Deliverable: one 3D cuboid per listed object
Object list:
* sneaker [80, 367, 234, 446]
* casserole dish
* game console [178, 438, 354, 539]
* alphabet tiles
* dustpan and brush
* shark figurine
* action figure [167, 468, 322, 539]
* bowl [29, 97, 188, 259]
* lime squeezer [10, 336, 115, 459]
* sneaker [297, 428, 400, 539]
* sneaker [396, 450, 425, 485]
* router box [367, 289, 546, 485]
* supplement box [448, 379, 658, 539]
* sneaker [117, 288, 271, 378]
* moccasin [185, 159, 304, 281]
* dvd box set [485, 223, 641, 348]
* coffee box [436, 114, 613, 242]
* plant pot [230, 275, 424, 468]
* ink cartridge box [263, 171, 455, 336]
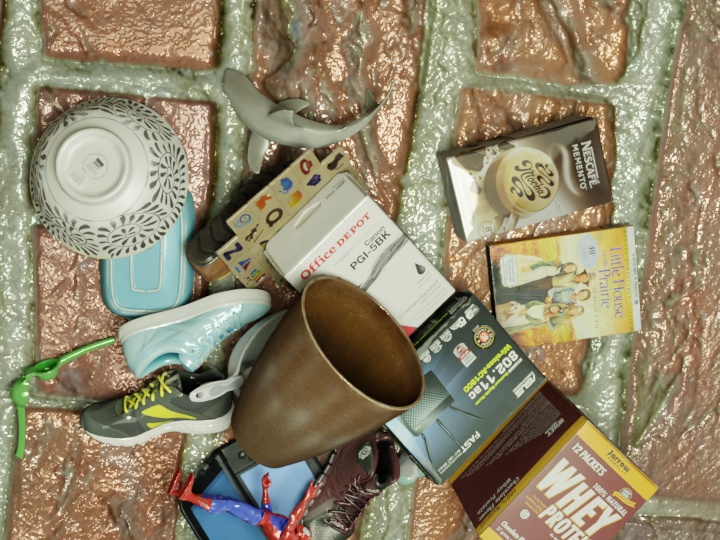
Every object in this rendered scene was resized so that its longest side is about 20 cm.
[{"bbox_3d":[-0.257,0.164,1.548,0.198,0.075,0.085,-7,128,-15],"label":"sneaker"},{"bbox_3d":[-0.270,-0.024,1.540,0.120,0.039,0.202,2,99,-8],"label":"casserole dish"},{"bbox_3d":[-0.116,0.319,1.581,0.170,0.118,0.201,-30,103,-1],"label":"game console"},{"bbox_3d":[-0.082,-0.063,1.513,0.200,0.006,0.167,-41,145,-3],"label":"alphabet tiles"},{"bbox_3d":[-0.139,0.132,1.526,0.199,0.057,0.141,-12,104,-37],"label":"dustpan and brush"},{"bbox_3d":[-0.067,-0.187,1.495,0.212,0.090,0.129,5,75,-3],"label":"shark figurine"},{"bbox_3d":[-0.131,0.279,1.525,0.199,0.065,0.100,33,76,-26],"label":"action figure"},{"bbox_3d":[-0.312,-0.119,1.461,0.199,0.094,0.203,0,84,1],"label":"bowl"},{"bbox_3d":[-0.400,0.148,1.554,0.070,0.038,0.200,39,93,-12],"label":"lime squeezer"},{"bbox_3d":[-0.012,0.290,1.566,0.075,0.115,0.201,27,79,-26],"label":"sneaker"},{"bbox_3d":[0.072,0.171,1.606,0.140,0.078,0.201,39,84,-11],"label":"sneaker"},{"bbox_3d":[0.114,0.147,1.542,0.200,0.062,0.150,-44,102,-7],"label":"router box"},{"bbox_3d":[0.243,0.277,1.578,0.133,0.200,0.197,42,92,-12],"label":"supplement box"},{"bbox_3d":[-0.201,0.086,1.536,0.198,0.074,0.083,-18,71,-2],"label":"sneaker"},{"bbox_3d":[-0.127,-0.061,1.531,0.074,0.078,0.202,39,82,26],"label":"moccasin"},{"bbox_3d":[0.271,0.023,1.623,0.198,0.029,0.148,-7,101,-6],"label":"dvd box set"},{"bbox_3d":[0.210,-0.120,1.564,0.198,0.080,0.114,-16,101,-4],"label":"coffee box"},{"bbox_3d":[-0.058,0.142,1.443,0.187,0.187,0.200,40,118,-12],"label":"plant pot"},{"bbox_3d":[0.000,0.000,1.523,0.147,0.083,0.200,-44,125,2],"label":"ink cartridge box"}]
